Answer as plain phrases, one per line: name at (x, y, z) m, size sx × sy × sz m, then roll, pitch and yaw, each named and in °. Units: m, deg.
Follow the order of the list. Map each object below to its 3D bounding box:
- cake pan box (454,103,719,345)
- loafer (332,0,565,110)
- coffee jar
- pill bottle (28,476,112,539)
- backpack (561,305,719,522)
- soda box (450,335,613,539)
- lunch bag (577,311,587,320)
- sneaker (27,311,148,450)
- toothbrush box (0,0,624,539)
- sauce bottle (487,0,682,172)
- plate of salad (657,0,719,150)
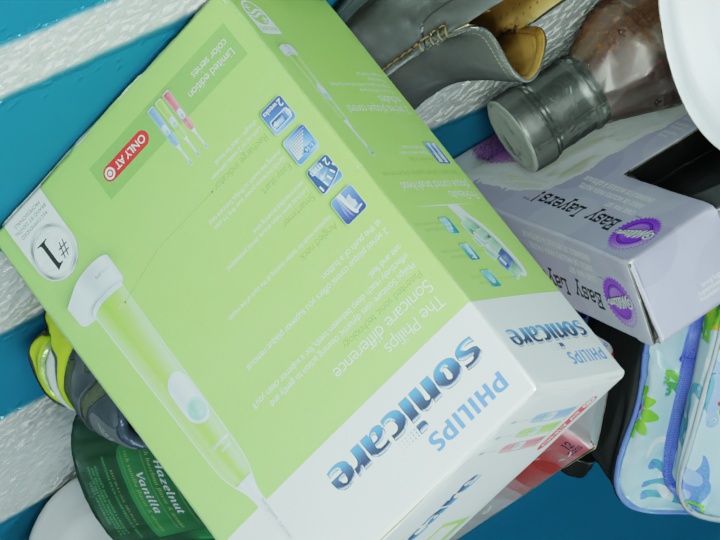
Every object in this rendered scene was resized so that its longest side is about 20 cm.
cake pan box at (0.154, -0.049, 1.338) m, size 0.184 × 0.052 × 0.200 m, roll -33°, pitch -154°, yaw -16°
loafer at (0.043, -0.102, 1.139) m, size 0.073 × 0.072 × 0.200 m, roll -19°, pitch 155°, yaw -49°
coffee jar at (-0.030, 0.069, 1.272) m, size 0.200 × 0.085 × 0.104 m, roll -14°, pitch -165°, yaw 42°
pill bottle at (-0.081, 0.154, 1.488) m, size 0.111 × 0.111 × 0.200 m, roll -43°, pitch 162°, yaw 18°
backpack at (0.225, 0.045, 1.427) m, size 0.200 × 0.147 × 0.183 m, roll 3°, pitch 110°, yaw -20°
soda box at (0.036, 0.085, 1.366) m, size 0.200 × 0.070 × 0.063 m, roll -40°, pitch -156°, yaw 46°
lunch bag at (0.055, 0.031, 1.499) m, size 0.200 × 0.082 × 0.161 m, roll -27°, pitch 157°, yaw -35°
sneaker at (-0.041, 0.014, 1.207) m, size 0.200 × 0.081 × 0.074 m, roll -34°, pitch 130°, yaw -5°
toothbrush box at (-0.022, 0.013, 1.089) m, size 0.146 × 0.200 × 0.086 m, roll -46°, pitch 161°, yaw 23°
sauce bottle at (0.151, -0.116, 1.338) m, size 0.200 × 0.066 × 0.066 m, roll -33°, pitch 162°, yaw -11°
plate of salad at (0.177, -0.147, 1.215) m, size 0.200 × 0.048 × 0.200 m, roll -18°, pitch 114°, yaw -49°
